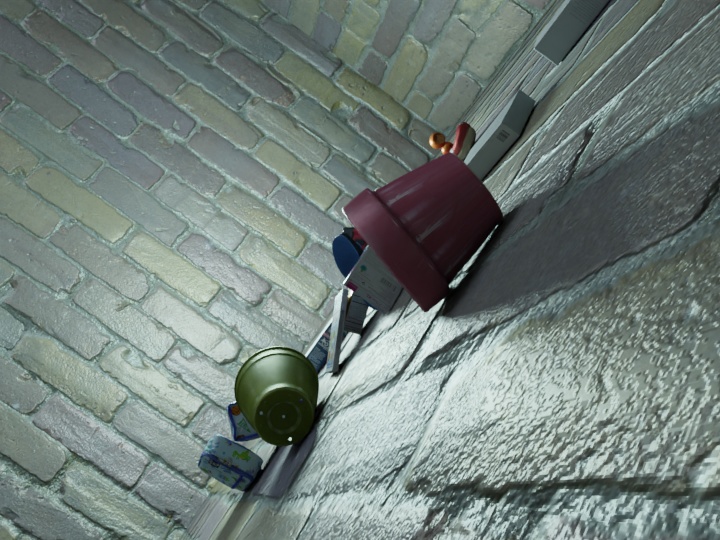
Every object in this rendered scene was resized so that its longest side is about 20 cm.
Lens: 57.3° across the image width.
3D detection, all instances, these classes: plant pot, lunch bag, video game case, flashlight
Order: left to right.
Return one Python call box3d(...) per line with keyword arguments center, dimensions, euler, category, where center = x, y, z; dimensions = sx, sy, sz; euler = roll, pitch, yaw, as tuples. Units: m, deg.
box3d(center=(-0.346, 0.515, 1.753), dimensions=(0.083, 0.160, 0.200), euler=(-63, 5, -32), category="lunch bag")
box3d(center=(-0.256, 0.384, 1.785), dimensions=(0.199, 0.124, 0.170), euler=(-12, -9, -14), category="lunch bag")
box3d(center=(-0.178, 0.290, 1.461), dimensions=(0.201, 0.200, 0.193), euler=(-55, 14, 0), category="plant pot")
box3d(center=(-0.059, 0.155, 1.660), dimensions=(0.143, 0.018, 0.201), euler=(133, 145, -76), category="video game case")
box3d(center=(0.053, -0.078, 1.688), dimensions=(0.068, 0.199, 0.068), euler=(74, -162, -61), category="flashlight")
box3d(center=(0.101, -0.069, 0.974), dimensions=(0.179, 0.200, 0.200), euler=(-39, 4, 4), category="plant pot")

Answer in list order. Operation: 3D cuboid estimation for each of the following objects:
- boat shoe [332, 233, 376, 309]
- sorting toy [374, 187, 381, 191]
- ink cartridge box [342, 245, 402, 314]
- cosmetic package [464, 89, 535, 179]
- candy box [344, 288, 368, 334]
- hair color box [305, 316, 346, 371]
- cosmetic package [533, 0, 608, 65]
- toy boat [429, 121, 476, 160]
box3d(center=(0.000, 0.000, 1.566), dimensions=(0.084, 0.201, 0.069), euler=(-21, 12, 34), category="boat shoe")
box3d(center=(0.104, -0.184, 2.098), dimensions=(0.107, 0.180, 0.200), euler=(-56, 3, -29), category="sorting toy")
box3d(center=(0.055, -0.009, 1.511), dimensions=(0.200, 0.119, 0.042), euler=(-57, 5, -35), category="ink cartridge box")
box3d(center=(0.289, -0.277, 1.437), dimensions=(0.200, 0.052, 0.151), euler=(-52, 6, 49), category="cosmetic package")
box3d(center=(-0.003, 0.057, 1.703), dimensions=(0.115, 0.055, 0.201), euler=(-155, 80, -83), category="candy box")
box3d(center=(-0.115, 0.238, 2.068), dimensions=(0.200, 0.060, 0.100), euler=(-55, 3, 16), category="hair color box")
box3d(center=(0.476, -0.567, 1.459), dimensions=(0.200, 0.071, 0.102), euler=(-53, 4, 36), category="cosmetic package")
box3d(center=(0.281, -0.398, 2.133), dimensions=(0.200, 0.130, 0.131), euler=(-53, 4, 37), category="toy boat")
